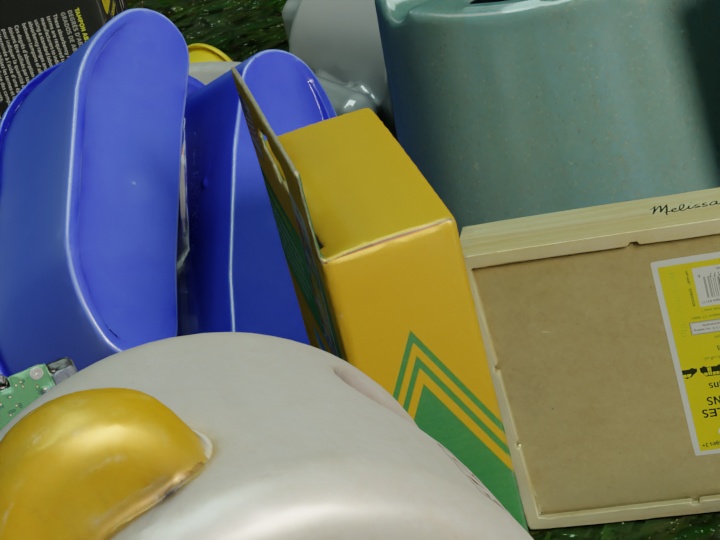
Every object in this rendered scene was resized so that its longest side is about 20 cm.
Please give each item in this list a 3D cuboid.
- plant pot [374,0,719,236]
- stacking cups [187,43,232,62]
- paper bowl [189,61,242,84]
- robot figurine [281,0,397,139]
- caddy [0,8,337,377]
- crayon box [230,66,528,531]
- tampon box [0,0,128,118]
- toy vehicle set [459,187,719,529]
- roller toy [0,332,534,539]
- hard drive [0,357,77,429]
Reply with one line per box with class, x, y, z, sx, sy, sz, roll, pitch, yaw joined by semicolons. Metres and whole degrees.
plant pot;0.099;-0.049;0.896;0.200;0.196;0.200;-13;24;6
stacking cups;-0.146;-0.063;1.233;0.060;0.061;0.200;6;34;39
paper bowl;-0.111;-0.021;1.069;0.200;0.105;0.201;-13;24;6
robot figurine;0.039;-0.118;1.171;0.169;0.113;0.200;-31;29;-27
caddy;-0.086;-0.012;0.903;0.141;0.200;0.105;15;-29;-27
crayon box;0.011;0.026;0.786;0.051;0.200;0.126;-18;25;-6
tampon box;-0.248;-0.134;1.357;0.200;0.126;0.150;-15;26;1
toy vehicle set;0.146;0.029;0.790;0.200;0.124;0.027;-8;26;16
roller toy;-0.032;0.120;0.632;0.182;0.200;0.140;-2;20;-23
hard drive;-0.173;0.130;0.774;0.200;0.140;0.038;-23;-16;-12
